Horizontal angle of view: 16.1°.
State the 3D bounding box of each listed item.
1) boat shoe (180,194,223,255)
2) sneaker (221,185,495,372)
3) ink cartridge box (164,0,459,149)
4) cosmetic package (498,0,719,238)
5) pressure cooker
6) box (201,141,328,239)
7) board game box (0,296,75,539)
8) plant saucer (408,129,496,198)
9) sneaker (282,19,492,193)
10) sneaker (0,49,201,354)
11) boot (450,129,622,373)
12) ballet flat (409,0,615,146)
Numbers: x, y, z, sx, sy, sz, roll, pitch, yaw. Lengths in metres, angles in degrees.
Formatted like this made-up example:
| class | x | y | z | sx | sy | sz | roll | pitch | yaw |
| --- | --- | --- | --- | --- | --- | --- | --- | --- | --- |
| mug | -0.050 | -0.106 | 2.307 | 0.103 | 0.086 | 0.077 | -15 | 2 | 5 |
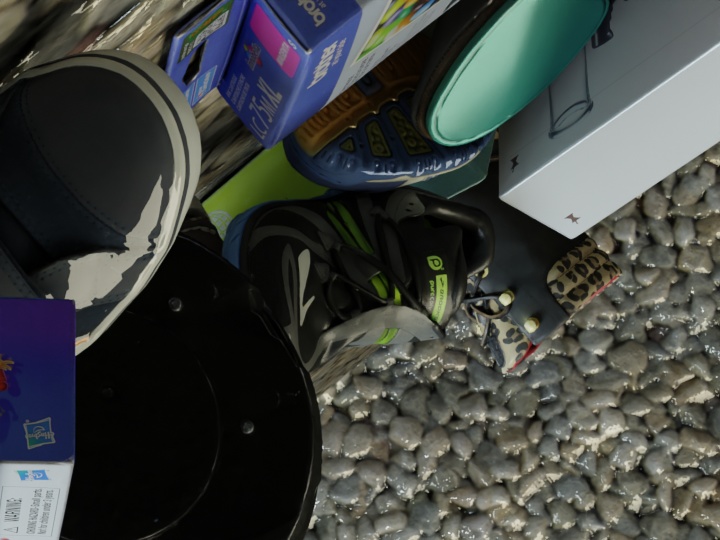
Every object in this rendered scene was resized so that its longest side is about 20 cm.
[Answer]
| class | x | y | z | sx | sy | sz | roll | pitch | yaw |
| --- | --- | --- | --- | --- | --- | --- | --- | --- | --- |
| boat shoe | -0.067 | 0.038 | 1.158 | 0.072 | 0.060 | 0.200 | -32 | 151 | -9 |
| sneaker | 0.000 | 0.000 | 1.094 | 0.082 | 0.071 | 0.199 | 2 | -165 | 26 |
| ink cartridge box | 0.013 | -0.113 | 0.941 | 0.200 | 0.042 | 0.119 | -37 | 174 | -16 |
| cosmetic package | 0.140 | -0.126 | 1.092 | 0.200 | 0.051 | 0.152 | -36 | -138 | 39 |
| pressure cooker | -0.115 | 0.088 | 0.974 | 0.176 | 0.179 | 0.200 | -40 | 175 | -23 |
| box | -0.050 | -0.015 | 1.285 | 0.122 | 0.048 | 0.200 | -41 | 174 | 8 |
| board game box | -0.151 | 0.067 | 0.695 | 0.133 | 0.045 | 0.200 | 2 | 154 | -10 |
| plant saucer | 0.037 | -0.068 | 1.290 | 0.070 | 0.019 | 0.200 | -27 | -166 | 16 |
| sneaker | 0.021 | -0.070 | 1.169 | 0.088 | 0.075 | 0.200 | -40 | 174 | 40 |
| sneaker | -0.132 | 0.014 | 0.758 | 0.200 | 0.079 | 0.079 | -40 | -179 | 21 |
| boot | 0.046 | -0.005 | 1.477 | 0.200 | 0.151 | 0.073 | -37 | 175 | -29 |
| ballet flat | 0.086 | -0.140 | 1.063 | 0.200 | 0.073 | 0.073 | -46 | 173 | 17 |
